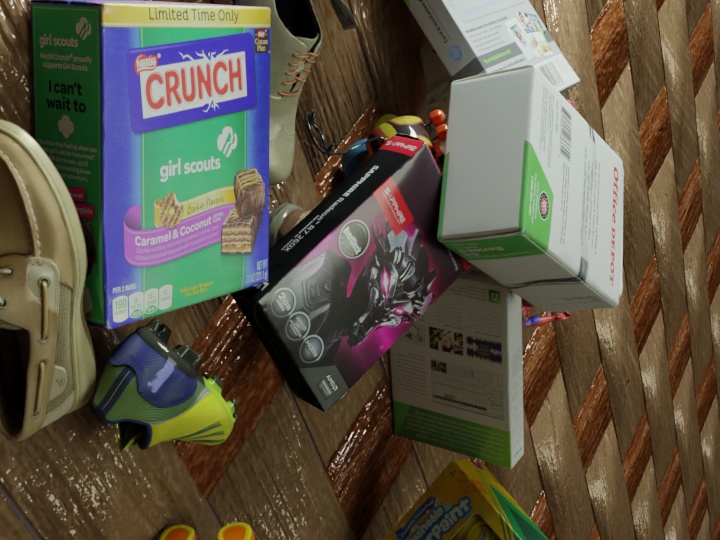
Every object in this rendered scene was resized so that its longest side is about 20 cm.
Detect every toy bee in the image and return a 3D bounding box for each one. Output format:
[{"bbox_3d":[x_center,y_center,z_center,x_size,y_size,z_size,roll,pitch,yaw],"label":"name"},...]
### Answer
[{"bbox_3d":[0.038,-0.090,1.002,0.200,0.107,0.133,26,40,-78],"label":"toy bee"}]

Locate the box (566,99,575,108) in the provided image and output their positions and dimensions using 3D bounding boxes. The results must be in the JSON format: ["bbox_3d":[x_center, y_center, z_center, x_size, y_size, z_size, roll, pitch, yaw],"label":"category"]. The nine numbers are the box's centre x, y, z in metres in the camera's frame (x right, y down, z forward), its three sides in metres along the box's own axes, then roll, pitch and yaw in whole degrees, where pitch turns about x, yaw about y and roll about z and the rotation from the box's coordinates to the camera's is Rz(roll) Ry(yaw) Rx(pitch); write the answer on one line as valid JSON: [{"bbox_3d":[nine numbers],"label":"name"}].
[{"bbox_3d":[0.202,-0.102,1.222,0.201,0.094,0.101,-83,163,-62],"label":"box"}]

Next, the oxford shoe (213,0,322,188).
[{"bbox_3d":[-0.068,-0.158,0.862,0.071,0.073,0.203,-33,126,-50],"label":"oxford shoe"}]

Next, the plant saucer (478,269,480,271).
[{"bbox_3d":[0.141,-0.034,1.189,0.200,0.037,0.204,-8,90,-81],"label":"plant saucer"}]

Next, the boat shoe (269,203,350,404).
[{"bbox_3d":[-0.034,0.039,0.974,0.076,0.071,0.202,-48,137,-40],"label":"boat shoe"}]

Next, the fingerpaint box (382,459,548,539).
[{"bbox_3d":[0.093,0.317,1.099,0.201,0.167,0.073,-50,150,13],"label":"fingerpaint box"}]

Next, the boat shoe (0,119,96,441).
[{"bbox_3d":[-0.209,0.011,0.681,0.064,0.070,0.203,-38,131,-48],"label":"boat shoe"}]

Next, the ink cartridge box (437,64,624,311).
[{"bbox_3d":[0.153,-0.062,0.968,0.199,0.083,0.149,31,60,-50],"label":"ink cartridge box"}]

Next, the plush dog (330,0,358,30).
[{"bbox_3d":[0.013,-0.304,0.871,0.171,0.200,0.161,-39,167,-14],"label":"plush dog"}]

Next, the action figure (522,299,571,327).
[{"bbox_3d":[0.236,0.021,1.395,0.201,0.098,0.066,-54,139,-33],"label":"action figure"}]

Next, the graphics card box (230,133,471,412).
[{"bbox_3d":[0.000,0.000,0.911,0.200,0.051,0.126,-42,125,-20],"label":"graphics card box"}]

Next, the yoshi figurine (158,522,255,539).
[{"bbox_3d":[-0.117,0.310,0.895,0.111,0.112,0.203,-24,122,-35],"label":"yoshi figurine"}]

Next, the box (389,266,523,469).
[{"bbox_3d":[0.095,0.090,1.133,0.036,0.142,0.204,-30,124,-49],"label":"box"}]

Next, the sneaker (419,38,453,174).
[{"bbox_3d":[0.094,-0.141,1.077,0.092,0.070,0.203,-13,75,-39],"label":"sneaker"}]

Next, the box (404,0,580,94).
[{"bbox_3d":[0.114,-0.240,1.066,0.155,0.041,0.202,-31,89,-51],"label":"box"}]

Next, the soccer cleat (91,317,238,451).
[{"bbox_3d":[-0.142,0.097,0.804,0.084,0.064,0.201,-49,163,-12],"label":"soccer cleat"}]

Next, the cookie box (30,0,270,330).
[{"bbox_3d":[-0.138,-0.080,0.767,0.170,0.074,0.204,-18,113,-55],"label":"cookie box"}]
